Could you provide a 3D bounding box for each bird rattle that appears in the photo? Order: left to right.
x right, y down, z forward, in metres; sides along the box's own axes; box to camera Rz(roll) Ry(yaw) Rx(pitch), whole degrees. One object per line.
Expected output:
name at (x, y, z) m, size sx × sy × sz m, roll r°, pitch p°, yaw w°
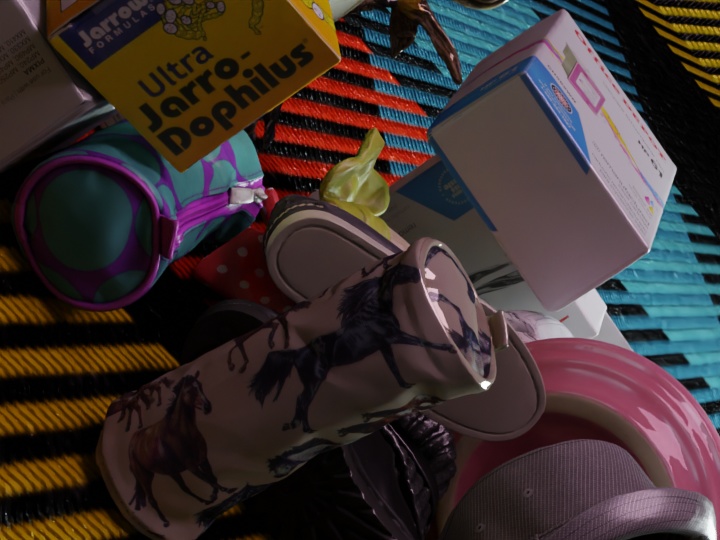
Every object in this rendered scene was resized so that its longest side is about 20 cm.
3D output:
bird rattle at (0.000, 0.000, 1.421) m, size 0.163 × 0.113 × 0.200 m, roll 40°, pitch 16°, yaw -6°

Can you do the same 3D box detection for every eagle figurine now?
eagle figurine at (-0.032, -0.180, 1.512) m, size 0.199 × 0.152 × 0.152 m, roll -23°, pitch 55°, yaw -41°

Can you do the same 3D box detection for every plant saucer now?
plant saucer at (0.123, 0.143, 1.397) m, size 0.201 × 0.200 × 0.051 m, roll 58°, pitch 21°, yaw 4°

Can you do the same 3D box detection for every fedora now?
fedora at (0.102, 0.167, 1.314) m, size 0.176 × 0.200 × 0.091 m, roll 21°, pitch 30°, yaw -50°

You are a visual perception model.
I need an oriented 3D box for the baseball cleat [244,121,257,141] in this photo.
baseball cleat at (-0.121, -0.155, 1.476) m, size 0.200 × 0.069 × 0.107 m, roll 42°, pitch 22°, yaw -40°

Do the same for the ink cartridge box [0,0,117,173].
ink cartridge box at (-0.203, -0.157, 1.226) m, size 0.201 × 0.083 × 0.146 m, roll 57°, pitch 16°, yaw -2°

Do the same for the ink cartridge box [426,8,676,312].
ink cartridge box at (0.132, -0.079, 1.562) m, size 0.145 × 0.084 × 0.200 m, roll 54°, pitch 19°, yaw -8°

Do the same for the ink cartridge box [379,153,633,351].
ink cartridge box at (0.090, 0.017, 1.613) m, size 0.201 × 0.115 × 0.067 m, roll 55°, pitch 17°, yaw -5°

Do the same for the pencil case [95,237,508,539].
pencil case at (-0.027, 0.059, 1.128) m, size 0.089 × 0.199 × 0.078 m, roll 35°, pitch 30°, yaw -63°

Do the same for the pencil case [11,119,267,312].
pencil case at (-0.113, -0.038, 1.253) m, size 0.200 × 0.092 × 0.086 m, roll -42°, pitch 142°, yaw -72°

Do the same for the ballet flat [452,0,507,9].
ballet flat at (0.021, -0.235, 1.353) m, size 0.200 × 0.070 × 0.071 m, roll 51°, pitch 18°, yaw -16°

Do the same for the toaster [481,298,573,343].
toaster at (0.099, 0.120, 1.493) m, size 0.201 × 0.129 × 0.113 m, roll 61°, pitch 18°, yaw 13°

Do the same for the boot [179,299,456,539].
boot at (-0.021, 0.081, 1.305) m, size 0.212 × 0.079 × 0.158 m, roll 62°, pitch 21°, yaw -20°

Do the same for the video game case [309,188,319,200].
video game case at (0.035, 0.046, 1.639) m, size 0.200 × 0.017 × 0.144 m, roll 45°, pitch 21°, yaw -35°

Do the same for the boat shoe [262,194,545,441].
boat shoe at (0.026, 0.022, 1.318) m, size 0.199 × 0.073 × 0.063 m, roll 37°, pitch 13°, yaw -23°

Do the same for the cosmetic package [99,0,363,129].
cosmetic package at (-0.082, -0.165, 1.376) m, size 0.106 × 0.199 × 0.071 m, roll 58°, pitch 17°, yaw 4°

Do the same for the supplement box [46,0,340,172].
supplement box at (-0.092, -0.168, 1.223) m, size 0.110 × 0.108 × 0.201 m, roll 45°, pitch 20°, yaw -33°
